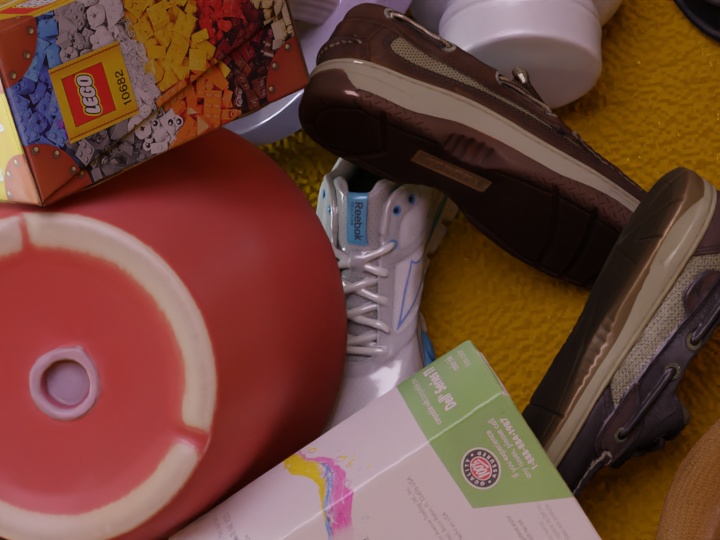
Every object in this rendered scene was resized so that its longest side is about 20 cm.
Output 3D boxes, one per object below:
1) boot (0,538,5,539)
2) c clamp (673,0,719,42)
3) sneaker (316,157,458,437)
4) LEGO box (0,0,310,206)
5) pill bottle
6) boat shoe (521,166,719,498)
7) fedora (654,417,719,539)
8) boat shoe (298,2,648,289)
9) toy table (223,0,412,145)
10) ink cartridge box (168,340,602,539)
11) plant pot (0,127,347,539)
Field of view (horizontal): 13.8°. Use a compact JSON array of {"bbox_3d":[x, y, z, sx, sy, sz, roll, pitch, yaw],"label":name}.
[{"bbox_3d":[-0.201,0.115,1.373,0.070,0.146,0.201,-21,61,7],"label":"boot"},{"bbox_3d":[0.196,-0.169,1.376,0.027,0.171,0.200,-32,26,-26],"label":"c clamp"},{"bbox_3d":[0.000,0.000,1.408,0.075,0.087,0.201,2,67,14],"label":"sneaker"},{"bbox_3d":[-0.144,-0.092,1.303,0.149,0.077,0.200,-27,19,-33],"label":"LEGO box"},{"bbox_3d":[0.074,-0.183,1.461,0.109,0.109,0.201,-8,63,12],"label":"pill bottle"},{"bbox_3d":[0.121,0.053,1.342,0.066,0.072,0.201,26,99,-9],"label":"boat shoe"},{"bbox_3d":[0.225,0.134,1.285,0.200,0.082,0.201,-5,60,8],"label":"fedora"},{"bbox_3d":[0.071,-0.062,1.381,0.202,0.075,0.075,29,56,-19],"label":"boat shoe"},{"bbox_3d":[-0.054,-0.158,1.427,0.200,0.117,0.184,-57,37,19],"label":"toy table"},{"bbox_3d":[-0.001,0.136,1.275,0.200,0.117,0.067,-33,24,0],"label":"ink cartridge box"},{"bbox_3d":[-0.113,0.035,1.303,0.200,0.177,0.201,1,97,8],"label":"plant pot"}]
